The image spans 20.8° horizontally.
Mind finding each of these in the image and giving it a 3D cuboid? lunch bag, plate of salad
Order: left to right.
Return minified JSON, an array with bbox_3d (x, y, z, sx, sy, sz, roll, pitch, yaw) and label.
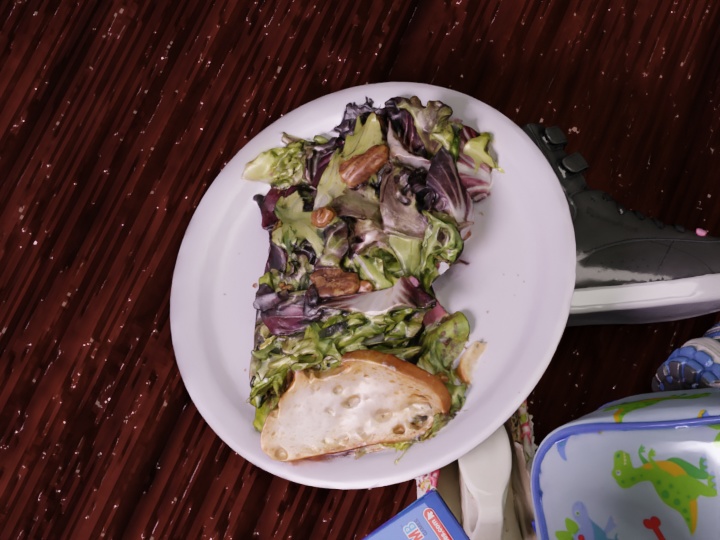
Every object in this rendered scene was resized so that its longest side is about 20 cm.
[{"bbox_3d":[0.000,0.000,0.903,0.198,0.048,0.202,-8,66,18],"label":"plate of salad"},{"bbox_3d":[0.159,0.150,0.851,0.082,0.160,0.202,-13,94,-56],"label":"lunch bag"}]

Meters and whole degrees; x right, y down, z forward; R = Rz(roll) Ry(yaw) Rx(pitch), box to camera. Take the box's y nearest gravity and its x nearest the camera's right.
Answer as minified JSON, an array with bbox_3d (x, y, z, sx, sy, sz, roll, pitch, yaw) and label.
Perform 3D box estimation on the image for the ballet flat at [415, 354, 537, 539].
[{"bbox_3d":[0.056,0.130,0.901,0.075,0.064,0.202,-8,75,-7],"label":"ballet flat"}]

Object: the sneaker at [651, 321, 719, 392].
[{"bbox_3d":[0.239,0.092,0.944,0.200,0.077,0.085,46,64,3],"label":"sneaker"}]

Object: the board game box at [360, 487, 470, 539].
[{"bbox_3d":[0.026,0.200,0.693,0.134,0.045,0.201,-31,78,-17],"label":"board game box"}]

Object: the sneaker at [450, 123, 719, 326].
[{"bbox_3d":[0.120,-0.025,0.956,0.198,0.071,0.100,-3,79,-7],"label":"sneaker"}]
